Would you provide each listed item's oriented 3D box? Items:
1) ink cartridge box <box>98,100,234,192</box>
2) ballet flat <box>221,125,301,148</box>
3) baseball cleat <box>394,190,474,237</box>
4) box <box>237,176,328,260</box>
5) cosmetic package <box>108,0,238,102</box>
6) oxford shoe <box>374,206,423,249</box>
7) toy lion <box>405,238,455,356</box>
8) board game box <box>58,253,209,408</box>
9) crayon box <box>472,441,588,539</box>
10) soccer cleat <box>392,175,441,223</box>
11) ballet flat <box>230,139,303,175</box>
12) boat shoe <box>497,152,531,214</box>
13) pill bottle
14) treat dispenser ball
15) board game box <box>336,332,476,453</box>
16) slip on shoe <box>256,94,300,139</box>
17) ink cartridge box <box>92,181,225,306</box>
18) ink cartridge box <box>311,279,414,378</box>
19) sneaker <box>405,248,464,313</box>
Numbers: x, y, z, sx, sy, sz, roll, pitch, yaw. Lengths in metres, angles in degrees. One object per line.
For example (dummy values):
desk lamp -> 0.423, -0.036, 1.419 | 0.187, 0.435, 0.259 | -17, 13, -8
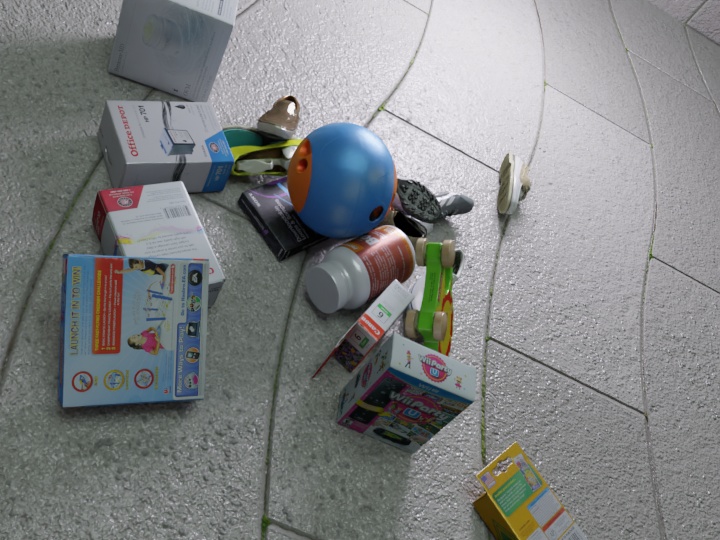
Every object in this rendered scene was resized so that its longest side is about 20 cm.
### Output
ink cartridge box -> -0.342, -0.217, 1.282 | 0.197, 0.086, 0.148 | -7, 60, -36
ballet flat -> -0.196, -0.246, 1.420 | 0.197, 0.069, 0.062 | 7, 24, -31
baseball cleat -> 0.154, -0.115, 1.524 | 0.196, 0.070, 0.108 | 1, 61, -18
box -> -0.115, -0.112, 1.373 | 0.198, 0.036, 0.144 | -28, 73, -41
cosmetic package -> -0.353, -0.452, 1.374 | 0.196, 0.200, 0.125 | 16, 48, -19
oxford shoe -> 0.044, -0.111, 1.439 | 0.199, 0.075, 0.071 | 38, 48, 2
toy lion -> 0.137, 0.067, 1.284 | 0.067, 0.192, 0.204 | 3, 73, 19
board game box -> -0.314, 0.081, 1.016 | 0.192, 0.056, 0.205 | 2, 91, -30
crayon box -> 0.272, 0.403, 1.199 | 0.125, 0.052, 0.201 | -23, 71, -40
soccer cleat -> 0.073, -0.153, 1.455 | 0.197, 0.073, 0.069 | 30, 76, 6
ballet flat -> -0.163, -0.206, 1.375 | 0.196, 0.068, 0.067 | -8, 24, -21
boat shoe -> 0.365, -0.200, 1.701 | 0.067, 0.075, 0.202 | 22, 47, -7
pill bottle -> 0.000, 0.000, 1.301 | 0.198, 0.113, 0.113 | -27, 72, -42
treat dispenser ball -> -0.033, -0.159, 1.294 | 0.197, 0.202, 0.204 | 16, 49, -19
board game box -> 0.067, 0.195, 1.131 | 0.145, 0.201, 0.065 | 23, 47, -12
slip on shoe -> -0.152, -0.302, 1.417 | 0.075, 0.062, 0.200 | 18, 18, 1
ink cartridge box -> -0.321, -0.031, 1.152 | 0.144, 0.083, 0.202 | -11, 63, -36
ink cartridge box -> 0.006, 0.111, 1.222 | 0.050, 0.109, 0.200 | 40, 46, 4
sneaker -> 0.145, 0.024, 1.399 | 0.072, 0.071, 0.201 | 34, 47, -3
